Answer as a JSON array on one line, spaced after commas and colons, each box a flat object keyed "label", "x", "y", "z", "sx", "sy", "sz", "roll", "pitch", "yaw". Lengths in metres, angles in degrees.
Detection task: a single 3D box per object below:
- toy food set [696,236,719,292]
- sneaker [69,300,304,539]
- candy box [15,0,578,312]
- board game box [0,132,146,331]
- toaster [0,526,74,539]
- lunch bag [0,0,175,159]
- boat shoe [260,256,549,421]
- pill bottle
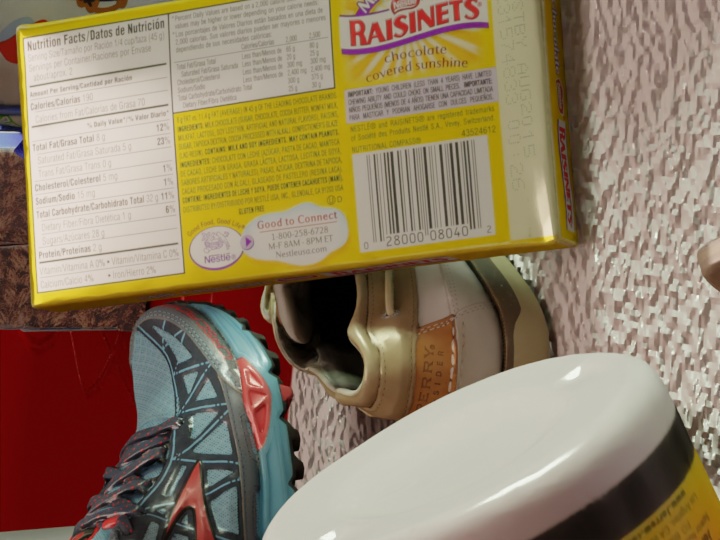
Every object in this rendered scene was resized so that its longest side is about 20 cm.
[{"label": "toy food set", "x": 0.154, "y": 0.066, "z": 0.580, "sx": 0.143, "sy": 0.060, "sz": 0.201, "roll": -23, "pitch": 70, "yaw": 29}, {"label": "sneaker", "x": -0.070, "y": 0.094, "z": 1.089, "sx": 0.079, "sy": 0.095, "sz": 0.201, "roll": 119, "pitch": 145, "yaw": -48}, {"label": "candy box", "x": -0.025, "y": -0.047, "z": 1.021, "sx": 0.026, "sy": 0.199, "sz": 0.103, "roll": 20, "pitch": -114, "yaw": -65}, {"label": "board game box", "x": -0.203, "y": -0.056, "z": 1.480, "sx": 0.200, "sy": 0.158, "sz": 0.097, "roll": -128, "pitch": 43, "yaw": -57}, {"label": "toaster", "x": -0.130, "y": 0.222, "z": 1.348, "sx": 0.200, "sy": 0.118, "sz": 0.182, "roll": -162, "pitch": 72, "yaw": -68}, {"label": "lunch bag", "x": -0.086, "y": -0.121, "z": 1.121, "sx": 0.075, "sy": 0.199, "sz": 0.161, "roll": -173, "pitch": 84, "yaw": -69}, {"label": "boat shoe", "x": 0.000, "y": 0.000, "z": 1.079, "sx": 0.200, "sy": 0.068, "sz": 0.075, "roll": -138, "pitch": 52, "yaw": -63}, {"label": "pill bottle", "x": 0.065, "y": 0.133, "z": 0.763, "sx": 0.201, "sy": 0.114, "sz": 0.114, "roll": 64, "pitch": 162, "yaw": -12}]
